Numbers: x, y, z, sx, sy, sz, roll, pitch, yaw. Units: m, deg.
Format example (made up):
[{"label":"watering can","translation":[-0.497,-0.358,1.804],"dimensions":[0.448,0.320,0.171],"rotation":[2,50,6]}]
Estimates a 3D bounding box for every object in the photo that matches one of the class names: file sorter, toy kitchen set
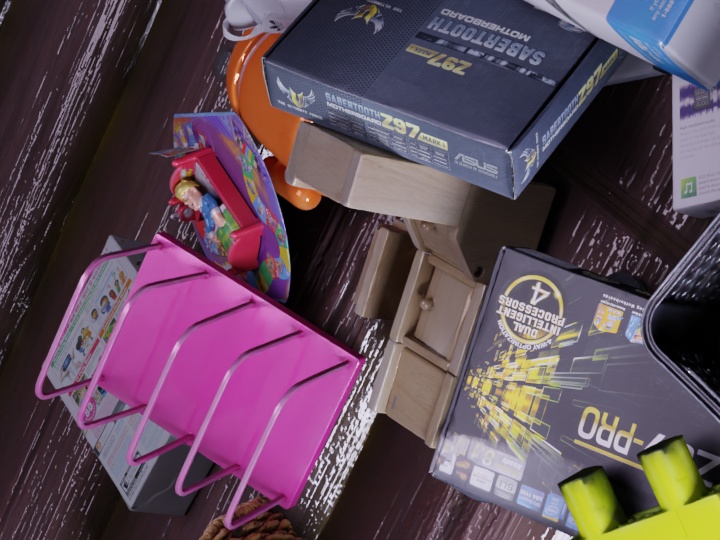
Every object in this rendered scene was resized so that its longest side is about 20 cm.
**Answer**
[{"label":"file sorter","translation":[-0.129,0.085,1.631],"dimensions":[0.200,0.125,0.139],"rotation":[31,108,17]},{"label":"toy kitchen set","translation":[0.000,0.000,1.515],"dimensions":[0.163,0.180,0.201],"rotation":[30,107,50]}]

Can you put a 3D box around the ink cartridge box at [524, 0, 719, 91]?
[{"label":"ink cartridge box","translation":[0.169,-0.224,1.345],"dimensions":[0.200,0.086,0.147],"rotation":[32,94,37]}]

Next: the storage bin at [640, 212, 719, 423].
[{"label":"storage bin","translation":[0.275,0.006,1.210],"dimensions":[0.135,0.094,0.200],"rotation":[47,109,27]}]

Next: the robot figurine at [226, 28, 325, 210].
[{"label":"robot figurine","translation":[-0.029,-0.133,1.636],"dimensions":[0.200,0.116,0.144],"rotation":[44,154,46]}]

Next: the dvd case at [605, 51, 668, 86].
[{"label":"dvd case","translation":[0.145,-0.196,1.515],"dimensions":[0.200,0.018,0.143],"rotation":[-7,77,50]}]

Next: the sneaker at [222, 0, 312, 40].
[{"label":"sneaker","translation":[-0.059,-0.259,1.571],"dimensions":[0.114,0.075,0.201],"rotation":[-13,63,13]}]

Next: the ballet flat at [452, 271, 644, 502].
[{"label":"ballet flat","translation":[0.118,0.080,1.442],"dimensions":[0.200,0.073,0.073],"rotation":[-56,44,26]}]

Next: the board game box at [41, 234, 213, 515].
[{"label":"board game box","translation":[-0.182,0.087,1.809],"dimensions":[0.148,0.064,0.200],"rotation":[-59,44,21]}]

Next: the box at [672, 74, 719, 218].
[{"label":"box","translation":[0.261,-0.143,1.349],"dimensions":[0.144,0.036,0.201],"rotation":[-11,74,49]}]

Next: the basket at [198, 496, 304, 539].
[{"label":"basket","translation":[-0.123,0.285,1.627],"dimensions":[0.149,0.142,0.201],"rotation":[42,113,46]}]

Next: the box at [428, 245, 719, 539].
[{"label":"box","translation":[0.158,0.090,1.355],"dimensions":[0.199,0.049,0.162],"rotation":[22,99,27]}]

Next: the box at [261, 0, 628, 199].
[{"label":"box","translation":[0.058,-0.144,1.432],"dimensions":[0.199,0.051,0.158],"rotation":[23,56,27]}]

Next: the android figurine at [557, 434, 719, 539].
[{"label":"android figurine","translation":[0.196,0.205,1.285],"dimensions":[0.182,0.041,0.201],"rotation":[-23,88,35]}]

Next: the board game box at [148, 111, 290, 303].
[{"label":"board game box","translation":[-0.120,-0.046,1.711],"dimensions":[0.200,0.039,0.159],"rotation":[8,115,64]}]
